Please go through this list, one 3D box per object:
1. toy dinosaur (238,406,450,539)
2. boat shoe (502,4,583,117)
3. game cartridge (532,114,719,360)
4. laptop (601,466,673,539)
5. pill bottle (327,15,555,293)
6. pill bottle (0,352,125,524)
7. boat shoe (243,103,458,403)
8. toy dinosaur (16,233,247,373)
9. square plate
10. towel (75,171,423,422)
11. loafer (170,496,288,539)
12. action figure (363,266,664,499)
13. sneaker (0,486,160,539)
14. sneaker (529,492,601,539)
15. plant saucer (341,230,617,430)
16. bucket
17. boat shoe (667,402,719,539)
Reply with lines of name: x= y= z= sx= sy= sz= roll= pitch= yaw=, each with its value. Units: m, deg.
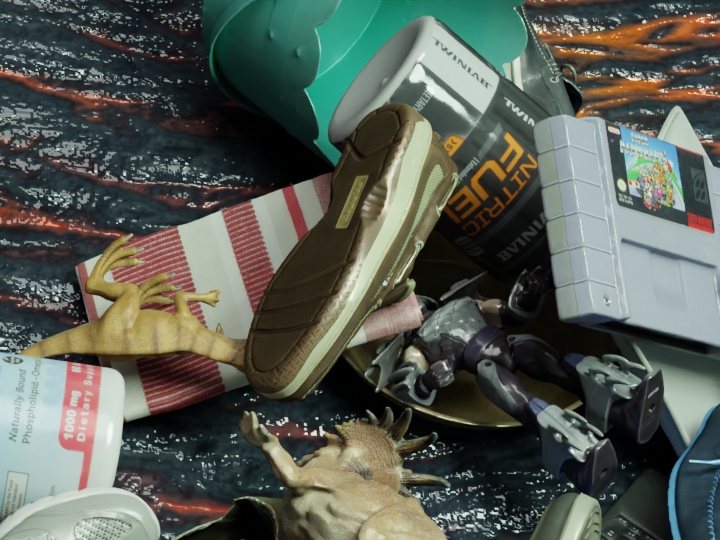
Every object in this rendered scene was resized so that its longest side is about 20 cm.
toy dinosaur: x=0.007 y=0.143 z=1.599 sx=0.135 sy=0.086 sz=0.200 roll=-3 pitch=40 yaw=-36
boat shoe: x=0.120 y=-0.118 z=2.021 sx=0.062 sy=0.075 sz=0.200 roll=4 pitch=49 yaw=-20
game cartridge: x=0.177 y=-0.020 z=1.761 sx=0.200 sy=0.038 sz=0.130 roll=13 pitch=69 yaw=-53
laptop: x=0.205 y=0.189 z=1.702 sx=0.177 sy=0.103 sz=0.200 roll=34 pitch=47 yaw=17
pill bottle: x=0.085 y=-0.064 z=1.841 sx=0.200 sy=0.106 sz=0.106 roll=39 pitch=41 yaw=-15
pill bottle: x=-0.242 y=0.097 z=1.660 sx=0.200 sy=0.109 sz=0.109 roll=9 pitch=43 yaw=-8
boat shoe: x=0.004 y=0.000 z=1.729 sx=0.075 sy=0.075 sz=0.202 roll=8 pitch=63 yaw=49
toy dinosaur: x=-0.149 y=0.037 z=1.744 sx=0.200 sy=0.060 sz=0.106 roll=-5 pitch=44 yaw=6
square plate: x=0.210 y=0.025 z=1.845 sx=0.028 sy=0.200 sz=0.198 roll=-16 pitch=24 yaw=33
towel: x=-0.072 y=0.016 z=1.805 sx=0.200 sy=0.023 sz=0.144 roll=-19 pitch=46 yaw=-1
loafer: x=-0.045 y=0.169 z=1.673 sx=0.200 sy=0.070 sz=0.075 roll=-19 pitch=53 yaw=-31
action figure: x=0.090 y=0.056 z=1.771 sx=0.200 sy=0.069 sz=0.130 roll=31 pitch=62 yaw=30
sneaker: x=-0.193 y=0.190 z=1.581 sx=0.200 sy=0.075 sz=0.082 roll=-29 pitch=25 yaw=-19
sneaker: x=0.052 y=0.199 z=1.596 sx=0.106 sy=0.200 sz=0.075 roll=27 pitch=0 yaw=20
plant saucer: x=0.067 y=0.037 z=1.868 sx=0.200 sy=0.035 sz=0.200 roll=8 pitch=44 yaw=-8
bucket: x=-0.001 y=-0.171 z=1.943 sx=0.207 sy=0.207 sz=0.135 roll=-23 pitch=40 yaw=-34
boat shoe: x=0.233 y=0.120 z=1.728 sx=0.084 sy=0.069 sz=0.200 roll=55 pitch=28 yaw=-21
